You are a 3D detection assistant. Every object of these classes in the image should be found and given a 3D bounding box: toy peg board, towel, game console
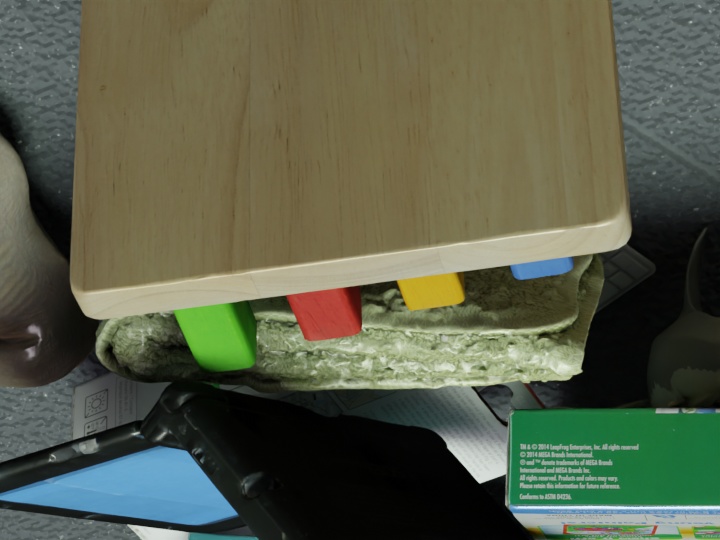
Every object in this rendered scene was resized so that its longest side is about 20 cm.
[{"bbox_3d":[0.002,-0.062,1.056,0.198,0.201,0.098,-8,147,9],"label":"toy peg board"},{"bbox_3d":[0.000,0.000,1.137,0.199,0.149,0.037,0,118,8],"label":"towel"},{"bbox_3d":[-0.034,0.116,1.121,0.117,0.176,0.200,-51,150,15],"label":"game console"}]

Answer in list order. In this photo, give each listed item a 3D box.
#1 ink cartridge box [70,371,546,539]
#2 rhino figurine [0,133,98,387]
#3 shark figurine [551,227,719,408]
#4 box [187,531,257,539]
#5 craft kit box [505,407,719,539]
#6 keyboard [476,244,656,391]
[{"bbox_3d":[-0.018,0.066,1.245,0.199,0.051,0.109,-22,134,18],"label":"ink cartridge box"},{"bbox_3d":[-0.177,-0.026,1.179,0.087,0.060,0.201,-12,124,20],"label":"rhino figurine"},{"bbox_3d":[0.156,0.023,1.178,0.127,0.090,0.215,8,167,-5],"label":"shark figurine"},{"bbox_3d":[0.017,0.167,1.272,0.199,0.049,0.083,5,143,-2],"label":"box"},{"bbox_3d":[0.168,0.092,1.163,0.199,0.049,0.198,0,166,8],"label":"craft kit box"},{"bbox_3d":[0.041,0.036,1.257,0.056,0.011,0.200,37,124,-27],"label":"keyboard"}]
